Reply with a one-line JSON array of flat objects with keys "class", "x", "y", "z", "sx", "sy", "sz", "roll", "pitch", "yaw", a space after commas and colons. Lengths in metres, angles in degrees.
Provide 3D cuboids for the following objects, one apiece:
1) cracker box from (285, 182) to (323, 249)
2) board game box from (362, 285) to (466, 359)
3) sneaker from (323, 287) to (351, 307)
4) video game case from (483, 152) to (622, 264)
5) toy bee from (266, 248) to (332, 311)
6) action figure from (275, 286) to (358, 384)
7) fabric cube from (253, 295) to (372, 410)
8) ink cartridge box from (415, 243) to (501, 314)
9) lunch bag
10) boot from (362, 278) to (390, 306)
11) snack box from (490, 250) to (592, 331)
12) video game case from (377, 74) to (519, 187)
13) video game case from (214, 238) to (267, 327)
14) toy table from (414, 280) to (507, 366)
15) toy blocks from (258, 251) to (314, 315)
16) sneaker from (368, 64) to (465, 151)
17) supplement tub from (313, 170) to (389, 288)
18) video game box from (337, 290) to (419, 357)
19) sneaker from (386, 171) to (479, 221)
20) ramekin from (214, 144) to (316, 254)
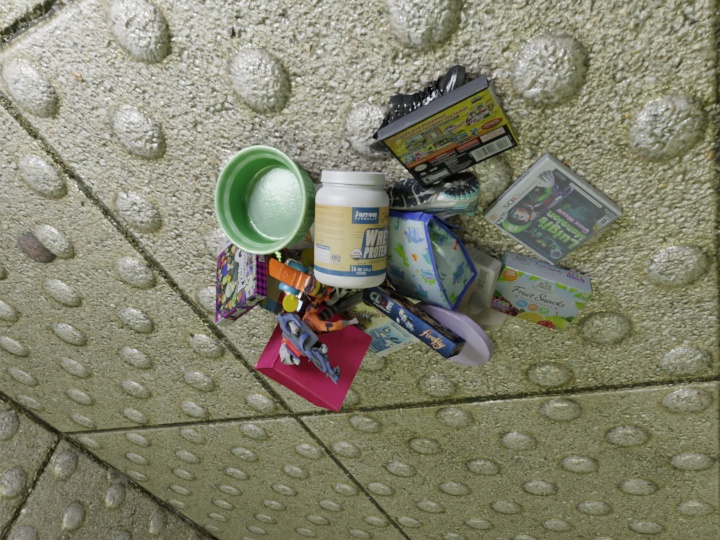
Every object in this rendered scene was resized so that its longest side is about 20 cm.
[{"class": "cracker box", "x": -0.113, "y": -0.115, "z": 1.163, "sx": 0.193, "sy": 0.059, "sz": 0.136, "roll": -1, "pitch": 135, "yaw": 18}, {"class": "board game box", "x": 0.109, "y": 0.097, "z": 1.060, "sx": 0.197, "sy": 0.035, "sz": 0.135, "roll": 35, "pitch": -173, "yaw": 19}, {"class": "sneaker", "x": -0.041, "y": 0.030, "z": 1.283, "sx": 0.085, "sy": 0.075, "sz": 0.203, "roll": 12, "pitch": 138, "yaw": 6}, {"class": "video game case", "x": 0.371, "y": -0.112, "z": 1.054, "sx": 0.196, "sy": 0.024, "sz": 0.182, "roll": 30, "pitch": 136, "yaw": -16}, {"class": "toy bee", "x": -0.119, "y": 0.034, "z": 1.143, "sx": 0.107, "sy": 0.201, "sz": 0.132, "roll": 25, "pitch": 109, "yaw": -38}, {"class": "action figure", "x": -0.097, "y": 0.153, "z": 1.215, "sx": 0.203, "sy": 0.192, "sz": 0.104, "roll": 55, "pitch": 165, "yaw": -6}, {"class": "fabric cube", "x": -0.122, "y": 0.208, "z": 1.352, "sx": 0.197, "sy": 0.200, "sz": 0.199, "roll": 33, "pitch": 160, "yaw": -15}, {"class": "ink cartridge box", "x": 0.215, "y": 0.028, "z": 1.218, "sx": 0.173, "sy": 0.045, "sz": 0.204, "roll": 30, "pitch": 139, "yaw": 25}, {"class": "lunch bag", "x": 0.118, "y": -0.039, "z": 1.083, "sx": 0.167, "sy": 0.129, "sz": 0.202, "roll": 11, "pitch": 146, "yaw": 48}, {"class": "boot", "x": 0.000, "y": 0.000, "z": 1.198, "sx": 0.162, "sy": 0.073, "sz": 0.203, "roll": 1, "pitch": 131, "yaw": -33}, {"class": "snack box", "x": 0.387, "y": 0.048, "z": 1.194, "sx": 0.194, "sy": 0.054, "sz": 0.144, "roll": 17, "pitch": 137, "yaw": 1}, {"class": "video game case", "x": 0.155, "y": -0.229, "z": 0.928, "sx": 0.195, "sy": 0.026, "sz": 0.180, "roll": -21, "pitch": 152, "yaw": 26}, {"class": "video game case", "x": -0.273, "y": 0.000, "z": 1.227, "sx": 0.035, "sy": 0.206, "sz": 0.179, "roll": 17, "pitch": 145, "yaw": -38}, {"class": "toy table", "x": 0.211, "y": 0.106, "z": 1.156, "sx": 0.197, "sy": 0.117, "sz": 0.187, "roll": 32, "pitch": 140, "yaw": 22}, {"class": "toy blocks", "x": -0.193, "y": 0.037, "z": 1.249, "sx": 0.195, "sy": 0.140, "sz": 0.100, "roll": 20, "pitch": 171, "yaw": 15}, {"class": "sneaker", "x": 0.094, "y": -0.278, "z": 0.931, "sx": 0.101, "sy": 0.061, "sz": 0.201, "roll": 18, "pitch": 141, "yaw": -11}, {"class": "supplement tub", "x": -0.017, "y": -0.081, "z": 1.018, "sx": 0.139, "sy": 0.145, "sz": 0.208, "roll": 4, "pitch": 101, "yaw": 11}, {"class": "video game box", "x": 0.052, "y": 0.132, "z": 1.386, "sx": 0.180, "sy": 0.048, "sz": 0.199, "roll": -30, "pitch": 122, "yaw": 35}, {"class": "sneaker", "x": 0.139, "y": -0.128, "z": 1.065, "sx": 0.193, "sy": 0.079, "sz": 0.088, "roll": -2, "pitch": 139, "yaw": 18}, {"class": "ramekin", "x": -0.179, "y": -0.136, "z": 1.065, "sx": 0.193, "sy": 0.097, "sz": 0.208, "roll": 1, "pitch": 94, "yaw": 17}]
